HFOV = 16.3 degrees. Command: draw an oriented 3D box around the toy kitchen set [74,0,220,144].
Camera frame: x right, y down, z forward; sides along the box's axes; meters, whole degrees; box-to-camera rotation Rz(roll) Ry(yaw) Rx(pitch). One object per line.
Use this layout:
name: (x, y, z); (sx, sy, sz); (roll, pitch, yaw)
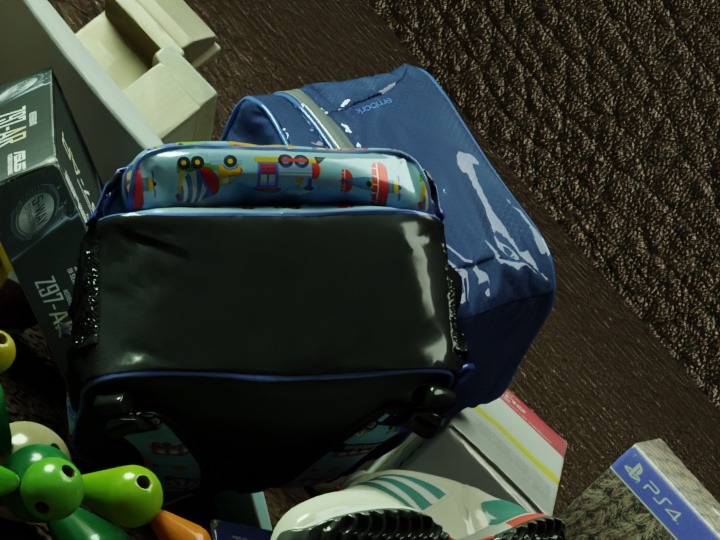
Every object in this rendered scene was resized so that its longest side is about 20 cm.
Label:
toy kitchen set: (-0.158, -0.144, 1.571); (0.200, 0.163, 0.181); (46, -19, 10)

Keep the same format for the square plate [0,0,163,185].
square plate: (-0.180, -0.082, 1.439); (0.198, 0.028, 0.200); (51, -30, -1)

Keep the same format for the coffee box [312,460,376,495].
coffee box: (0.004, 0.089, 1.625); (0.200, 0.114, 0.080); (45, 10, 6)

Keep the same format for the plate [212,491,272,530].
plate: (-0.080, 0.079, 1.390); (0.200, 0.026, 0.201); (164, -90, -89)

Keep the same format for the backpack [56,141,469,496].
backpack: (-0.053, 0.034, 1.189); (0.200, 0.182, 0.135); (119, -31, -70)

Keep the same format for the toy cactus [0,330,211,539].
toy cactus: (-0.148, 0.102, 1.107); (0.200, 0.102, 0.165); (40, -8, -12)

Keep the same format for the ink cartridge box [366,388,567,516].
ink cartridge box: (0.040, 0.144, 1.456); (0.083, 0.145, 0.200); (44, 10, -1)

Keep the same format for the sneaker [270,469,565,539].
sneaker: (0.006, 0.127, 1.139); (0.093, 0.071, 0.200); (16, 6, 37)

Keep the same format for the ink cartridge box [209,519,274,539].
ink cartridge box: (0.025, 0.211, 1.155); (0.196, 0.043, 0.201); (16, 54, -51)

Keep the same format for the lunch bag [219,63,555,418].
lunch bag: (0.000, 0.000, 1.339); (0.132, 0.136, 0.200); (-14, 56, -31)

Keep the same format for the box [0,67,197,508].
box: (-0.144, 0.010, 1.328); (0.160, 0.043, 0.200); (-110, 178, -68)

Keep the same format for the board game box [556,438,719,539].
board game box: (0.146, 0.221, 1.418); (0.159, 0.200, 0.097); (47, 10, 12)

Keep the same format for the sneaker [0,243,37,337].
sneaker: (-0.219, -0.037, 1.301); (0.200, 0.090, 0.075); (35, 14, -43)
